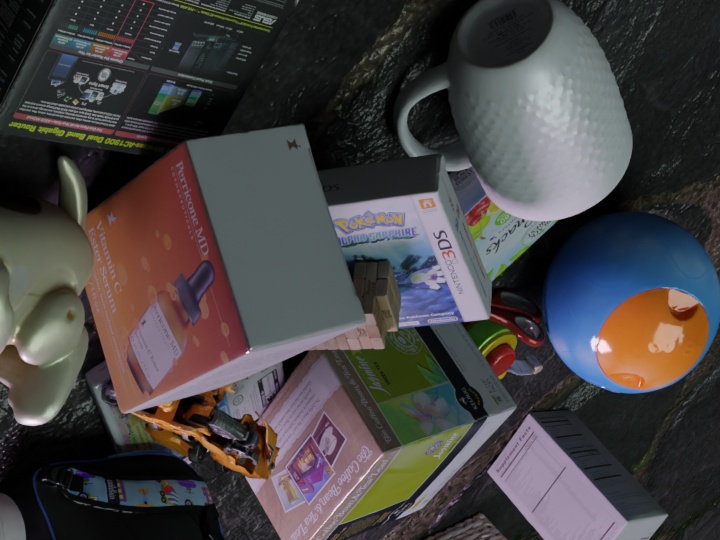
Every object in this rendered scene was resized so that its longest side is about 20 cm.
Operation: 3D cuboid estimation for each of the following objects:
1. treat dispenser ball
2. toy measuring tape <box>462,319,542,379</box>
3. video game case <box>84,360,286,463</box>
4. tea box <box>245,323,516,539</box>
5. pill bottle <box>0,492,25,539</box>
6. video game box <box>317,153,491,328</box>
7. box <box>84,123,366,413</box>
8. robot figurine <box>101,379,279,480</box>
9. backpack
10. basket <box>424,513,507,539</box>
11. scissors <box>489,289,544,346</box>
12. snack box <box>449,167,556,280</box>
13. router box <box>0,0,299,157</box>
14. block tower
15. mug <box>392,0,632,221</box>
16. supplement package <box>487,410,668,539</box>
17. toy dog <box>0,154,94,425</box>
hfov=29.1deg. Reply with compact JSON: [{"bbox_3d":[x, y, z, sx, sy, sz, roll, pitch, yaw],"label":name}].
[{"bbox_3d":[0.302,0.036,1.554,0.199,0.201,0.202,-29,146,-22],"label":"treat dispenser ball"},{"bbox_3d":[0.164,0.086,1.583,0.199,0.074,0.074,7,124,-51],"label":"toy measuring tape"},{"bbox_3d":[-0.155,0.108,1.293,0.181,0.024,0.201,-32,147,-18],"label":"video game case"},{"bbox_3d":[0.012,0.163,1.400,0.195,0.134,0.201,-13,150,-44],"label":"tea box"},{"bbox_3d":[-0.368,0.218,1.098,0.199,0.111,0.112,11,120,-53],"label":"pill bottle"},{"bbox_3d":[-0.003,-0.014,1.173,0.197,0.047,0.183,-7,140,17],"label":"video game box"},{"bbox_3d":[-0.111,0.002,1.018,0.105,0.154,0.199,-12,171,-38],"label":"box"},{"bbox_3d":[-0.139,0.127,1.194,0.200,0.143,0.059,67,41,-66],"label":"robot figurine"},{"bbox_3d":[-0.219,0.257,1.246,0.134,0.185,0.199,-32,161,35],"label":"backpack"},{"bbox_3d":[0.128,0.478,1.913,0.196,0.161,0.202,-16,139,-36],"label":"basket"},{"bbox_3d":[0.126,0.036,1.521,0.198,0.074,0.014,18,131,-29],"label":"scissors"},{"bbox_3d":[0.153,-0.080,1.389,0.200,0.053,0.142,-42,150,-2],"label":"snack box"},{"bbox_3d":[-0.154,-0.158,0.942,0.199,0.062,0.151,5,124,-51],"label":"router box"},{"bbox_3d":[-0.069,0.031,1.160,0.197,0.055,0.058,-3,143,13],"label":"block tower"},{"bbox_3d":[0.125,-0.146,1.216,0.197,0.149,0.176,-16,142,14],"label":"mug"},{"bbox_3d":[0.285,0.294,1.835,0.109,0.200,0.114,4,127,-49],"label":"supplement package"},{"bbox_3d":[-0.261,-0.012,0.928,0.195,0.139,0.200,-52,150,-10],"label":"toy dog"}]
